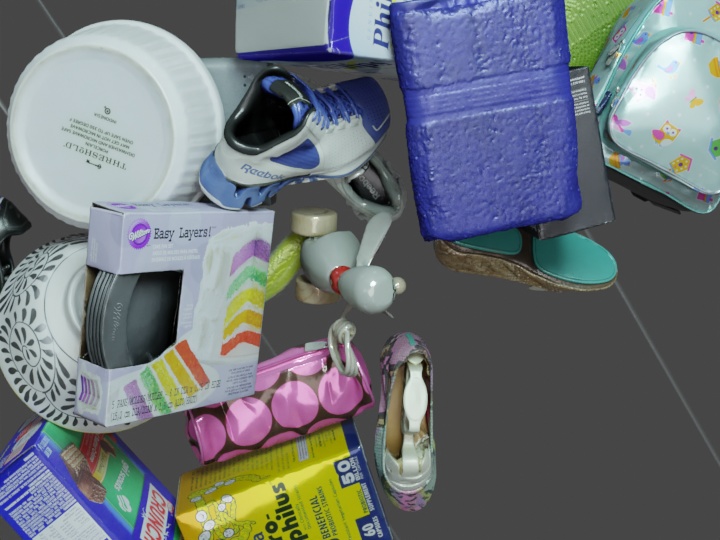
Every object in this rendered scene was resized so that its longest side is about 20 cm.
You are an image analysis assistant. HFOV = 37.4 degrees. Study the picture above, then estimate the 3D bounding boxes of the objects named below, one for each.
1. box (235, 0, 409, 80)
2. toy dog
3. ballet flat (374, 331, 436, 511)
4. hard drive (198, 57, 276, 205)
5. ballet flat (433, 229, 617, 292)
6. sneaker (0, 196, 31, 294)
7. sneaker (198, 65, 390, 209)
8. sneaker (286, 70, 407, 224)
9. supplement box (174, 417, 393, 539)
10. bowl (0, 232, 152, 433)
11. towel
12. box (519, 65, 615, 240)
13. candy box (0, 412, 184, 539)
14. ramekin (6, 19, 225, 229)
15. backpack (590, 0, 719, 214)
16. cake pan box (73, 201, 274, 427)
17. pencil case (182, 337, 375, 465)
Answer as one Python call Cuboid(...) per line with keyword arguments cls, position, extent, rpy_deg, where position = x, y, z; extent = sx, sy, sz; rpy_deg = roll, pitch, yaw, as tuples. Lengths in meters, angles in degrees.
Cuboid(cls="box", position=(0.013, -0.232, 0.954), extent=(0.198, 0.183, 0.107), rpy_deg=(2, 97, -32))
Cuboid(cls="toy dog", position=(0.000, 0.000, 1.043), extent=(0.095, 0.201, 0.133), rpy_deg=(-8, 127, -22))
Cuboid(cls="ballet flat", position=(0.050, 0.168, 1.122), extent=(0.068, 0.071, 0.203), rpy_deg=(-2, 100, -7))
Cuboid(cls="hard drive", position=(-0.182, -0.135, 1.038), extent=(0.197, 0.033, 0.142), rpy_deg=(1, 101, 7))
Cuboid(cls="ballet flat", position=(0.168, -0.014, 1.112), extent=(0.197, 0.065, 0.071), rpy_deg=(16, 60, -6))
Cuboid(cls="sneaker", position=(-0.386, 0.020, 1.043), extent=(0.099, 0.070, 0.202), rpy_deg=(26, 96, -13))
Cuboid(cls="sneaker", position=(-0.048, -0.132, 0.954), extent=(0.198, 0.115, 0.081), rpy_deg=(-28, 74, -28))
Cuboid(cls="sneaker", position=(-0.027, -0.123, 1.057), extent=(0.200, 0.081, 0.075), rpy_deg=(42, 95, -9))
Cuboid(cls="supplement box", position=(-0.080, 0.245, 1.100), extent=(0.197, 0.110, 0.110), rpy_deg=(-20, 102, -3))
Cuboid(cls="bowl", position=(-0.240, 0.045, 1.005), extent=(0.198, 0.094, 0.204), rpy_deg=(8, 69, -22))
Cuboid(cls="towel", position=(0.104, -0.133, 0.878), extent=(0.145, 0.050, 0.203), rpy_deg=(-10, 104, -6))
Cuboid(cls="box", position=(0.166, -0.119, 1.020), extent=(0.078, 0.200, 0.143), rpy_deg=(-11, 102, -5))
Cuboid(cls="candy box", position=(-0.261, 0.233, 1.045), extent=(0.077, 0.169, 0.201), rpy_deg=(-36, 103, 5))
Cuboid(cls="ramekin", position=(-0.230, -0.129, 0.980), extent=(0.199, 0.094, 0.206), rpy_deg=(1, 100, 7))
Cuboid(cls="backpack", position=(0.316, -0.177, 1.057), extent=(0.174, 0.153, 0.202), rpy_deg=(25, 90, -5))
Cuboid(cls="cake pan box", position=(-0.166, 0.033, 0.953), extent=(0.052, 0.199, 0.187), rpy_deg=(12, 99, 36))
Cuboid(cls="pencil case", position=(-0.089, 0.127, 1.090), extent=(0.197, 0.091, 0.094), rpy_deg=(-21, 140, -5))
